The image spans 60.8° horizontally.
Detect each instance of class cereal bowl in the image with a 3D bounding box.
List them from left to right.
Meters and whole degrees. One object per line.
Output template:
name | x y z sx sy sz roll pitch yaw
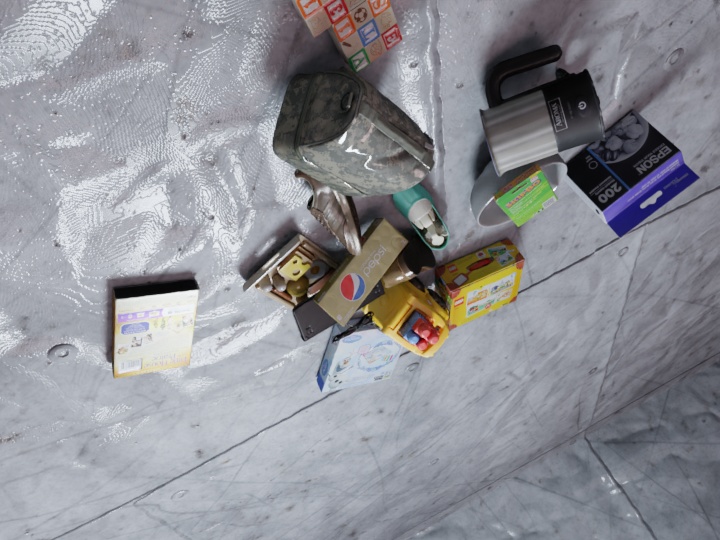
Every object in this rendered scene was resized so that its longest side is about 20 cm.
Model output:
cereal bowl | 0.296 -0.176 1.198 0.196 0.085 0.201 -25 159 -10

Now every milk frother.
milk frother | 0.313 -0.269 1.077 0.183 0.186 0.199 -16 165 18

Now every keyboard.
keyboard | -0.035 0.078 1.214 0.196 0.020 0.130 -29 117 -19

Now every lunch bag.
lunch bag | -0.002 -0.194 0.893 0.198 0.165 0.143 25 81 -46

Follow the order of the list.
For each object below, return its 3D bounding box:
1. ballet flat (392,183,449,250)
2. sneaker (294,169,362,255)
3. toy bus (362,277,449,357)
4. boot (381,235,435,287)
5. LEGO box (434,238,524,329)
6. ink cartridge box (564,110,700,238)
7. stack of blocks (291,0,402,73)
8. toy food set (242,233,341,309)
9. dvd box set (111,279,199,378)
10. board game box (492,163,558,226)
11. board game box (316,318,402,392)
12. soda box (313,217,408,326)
ballet flat | 0.127 -0.101 1.191 0.067 0.071 0.200 -39 142 6
sneaker | -0.051 -0.108 1.057 0.073 0.071 0.204 -13 126 9
toy bus | 0.122 0.112 1.294 0.198 0.192 0.137 35 99 -32
boot | 0.095 -0.016 1.228 0.075 0.075 0.199 -34 177 27
LEGO box | 0.274 0.034 1.434 0.195 0.078 0.151 -21 141 -13
ink cartridge box | 0.553 -0.202 1.273 0.197 0.202 0.043 -38 145 10
stack of blocks | -0.030 -0.363 0.806 0.114 0.059 0.201 -33 142 2
toy food set | -0.111 0.027 1.171 0.143 0.061 0.199 -41 142 11
dvd box set | -0.369 0.106 1.100 0.143 0.030 0.204 -8 135 -29
board game box | 0.310 -0.139 1.149 0.094 0.031 0.199 -35 161 17
board game box | 0.009 0.192 1.448 0.195 0.044 0.202 -6 135 -30
soda box | 0.000 0.000 1.150 0.067 0.064 0.202 39 86 -13
